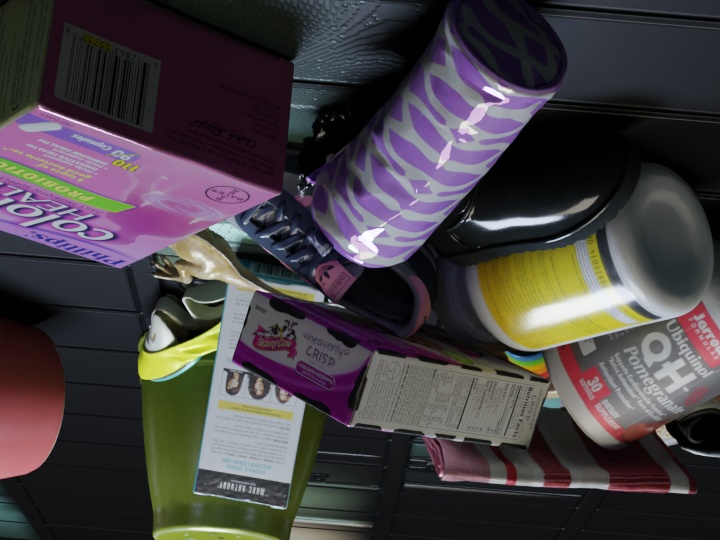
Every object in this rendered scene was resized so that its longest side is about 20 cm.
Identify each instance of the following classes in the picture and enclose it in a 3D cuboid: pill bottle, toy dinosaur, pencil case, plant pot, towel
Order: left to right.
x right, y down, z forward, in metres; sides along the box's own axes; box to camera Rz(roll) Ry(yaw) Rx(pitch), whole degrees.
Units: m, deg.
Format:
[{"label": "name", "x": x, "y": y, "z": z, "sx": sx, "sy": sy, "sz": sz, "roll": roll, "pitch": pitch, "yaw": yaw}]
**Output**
[{"label": "plant pot", "x": -0.385, "y": 0.115, "z": 1.613, "sx": 0.177, "sy": 0.201, "sz": 0.200, "roll": 7, "pitch": 162, "yaw": -40}, {"label": "toy dinosaur", "x": -0.117, "y": -0.011, "z": 1.325, "sx": 0.200, "sy": 0.058, "sz": 0.101, "roll": 38, "pitch": 166, "yaw": -25}, {"label": "plant pot", "x": -0.126, "y": 0.171, "z": 1.673, "sx": 0.200, "sy": 0.193, "sz": 0.200, "roll": 4, "pitch": 159, "yaw": 2}, {"label": "pencil case", "x": 0.042, "y": -0.084, "z": 1.056, "sx": 0.084, "sy": 0.086, "sz": 0.200, "roll": -22, "pitch": 161, "yaw": -45}, {"label": "towel", "x": 0.148, "y": 0.136, "z": 1.364, "sx": 0.200, "sy": 0.023, "sz": 0.144, "roll": 4, "pitch": -164, "yaw": -9}, {"label": "pill bottle", "x": 0.148, "y": -0.003, "z": 1.269, "sx": 0.112, "sy": 0.112, "sz": 0.200, "roll": 22, "pitch": 153, "yaw": -38}, {"label": "pill bottle", "x": 0.246, "y": 0.044, "z": 1.315, "sx": 0.200, "sy": 0.111, "sz": 0.111, "roll": -33, "pitch": 144, "yaw": 22}]

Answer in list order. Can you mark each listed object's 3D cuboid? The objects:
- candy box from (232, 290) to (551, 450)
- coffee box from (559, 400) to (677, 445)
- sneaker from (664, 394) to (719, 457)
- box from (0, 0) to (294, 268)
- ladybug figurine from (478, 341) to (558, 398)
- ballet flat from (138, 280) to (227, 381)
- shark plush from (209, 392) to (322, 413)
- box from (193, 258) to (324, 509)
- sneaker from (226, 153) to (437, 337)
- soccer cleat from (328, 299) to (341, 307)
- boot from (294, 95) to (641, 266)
[{"label": "candy box", "x": 0.025, "y": 0.074, "z": 1.287, "sx": 0.200, "sy": 0.061, "sz": 0.136, "roll": 13, "pitch": -172, "yaw": -46}, {"label": "coffee box", "x": 0.286, "y": 0.096, "z": 1.544, "sx": 0.114, "sy": 0.080, "sz": 0.200, "roll": 19, "pitch": 155, "yaw": -34}, {"label": "sneaker", "x": 0.262, "y": 0.101, "z": 1.391, "sx": 0.080, "sy": 0.074, "sz": 0.200, "roll": -31, "pitch": -157, "yaw": -24}, {"label": "box", "x": -0.174, "y": -0.091, "z": 1.127, "sx": 0.176, "sy": 0.097, "sz": 0.200, "roll": 20, "pitch": 155, "yaw": -35}, {"label": "ladybug figurine", "x": 0.143, "y": 0.051, "z": 1.467, "sx": 0.136, "sy": 0.072, "sz": 0.200, "roll": 0, "pitch": 159, "yaw": 11}, {"label": "ballet flat", "x": -0.145, "y": 0.045, "z": 1.546, "sx": 0.200, "sy": 0.067, "sz": 0.067, "roll": -19, "pitch": 128, "yaw": 41}, {"label": "shark plush", "x": -0.030, "y": 0.083, "z": 1.510, "sx": 0.200, "sy": 0.083, "sz": 0.091, "roll": -10, "pitch": 160, "yaw": -19}, {"label": "box", "x": -0.085, "y": 0.096, "z": 1.467, "sx": 0.082, "sy": 0.200, "sz": 0.049, "roll": 10, "pitch": -163, "yaw": -2}, {"label": "sneaker", "x": -0.029, "y": -0.021, "z": 1.243, "sx": 0.200, "sy": 0.082, "sz": 0.070, "roll": 27, "pitch": 119, "yaw": -14}, {"label": "soccer cleat", "x": 0.000, "y": 0.000, "z": 1.377, "sx": 0.069, "sy": 0.085, "sz": 0.200, "roll": -24, "pitch": 143, "yaw": -14}, {"label": "boot", "x": 0.066, "y": -0.070, "z": 1.178, "sx": 0.162, "sy": 0.073, "sz": 0.198, "roll": 28, "pitch": 148, "yaw": -35}]
